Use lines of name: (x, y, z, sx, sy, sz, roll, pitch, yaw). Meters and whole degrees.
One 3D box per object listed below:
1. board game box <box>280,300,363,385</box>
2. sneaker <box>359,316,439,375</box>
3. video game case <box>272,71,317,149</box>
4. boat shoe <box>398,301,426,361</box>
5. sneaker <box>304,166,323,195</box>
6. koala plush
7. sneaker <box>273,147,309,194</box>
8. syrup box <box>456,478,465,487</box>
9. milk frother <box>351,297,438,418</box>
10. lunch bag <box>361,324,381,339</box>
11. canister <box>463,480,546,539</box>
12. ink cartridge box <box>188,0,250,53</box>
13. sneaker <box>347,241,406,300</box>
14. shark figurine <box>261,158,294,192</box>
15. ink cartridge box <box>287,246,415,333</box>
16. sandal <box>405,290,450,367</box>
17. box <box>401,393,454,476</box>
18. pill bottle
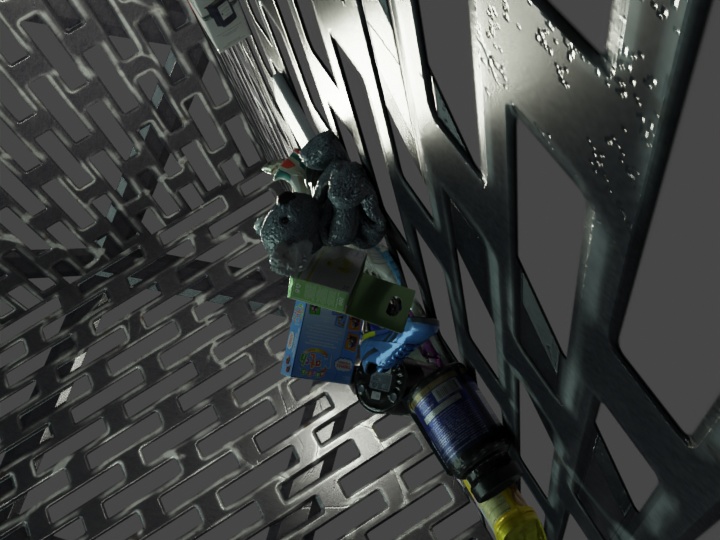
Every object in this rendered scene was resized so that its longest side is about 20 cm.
board game box: (-0.059, 0.098, 1.430, 0.150, 0.205, 0.036, 15, 175, -44)
sneaker: (0.067, 0.132, 1.348, 0.199, 0.065, 0.080, -27, 54, 50)
video game case: (-0.119, -0.287, 1.605, 0.203, 0.023, 0.182, 61, 175, 1)
boat shoe: (0.090, 0.125, 1.642, 0.202, 0.070, 0.092, 71, 175, -50)
sneaker: (-0.051, -0.153, 1.423, 0.115, 0.075, 0.203, 126, 145, -51)
koala plush: (-0.074, -0.081, 1.268, 0.178, 0.198, 0.185, 53, 173, 49)
sneaker: (-0.088, -0.141, 1.559, 0.200, 0.093, 0.070, 47, 176, -8)
syrup box: (0.205, 0.368, 1.749, 0.202, 0.078, 0.081, 60, 175, -1)
milk frother: (0.083, 0.170, 1.509, 0.179, 0.203, 0.187, 29, -176, 37)
lunch bag: (0.018, 0.095, 1.753, 0.200, 0.082, 0.161, 46, -168, -17)
canister: (0.264, 0.439, 1.509, 0.201, 0.085, 0.150, 57, 175, 47)
ink cartridge box: (-0.304, -0.558, 1.561, 0.146, 0.083, 0.200, 58, 175, 19)
sneaker: (0.012, -0.017, 1.442, 0.201, 0.086, 0.075, 56, 173, 28)
shark figurine: (-0.111, -0.213, 1.819, 0.214, 0.127, 0.091, 42, -148, -35)
ink cartridge box: (-0.008, 0.021, 1.303, 0.146, 0.196, 0.049, -65, -11, -59)
sandal: (0.107, 0.115, 1.426, 0.204, 0.049, 0.083, 62, 177, -36)
box: (0.174, 0.295, 1.415, 0.199, 0.046, 0.160, 27, -155, -54)
pill bottle: (0.169, 0.258, 1.255, 0.202, 0.110, 0.112, 58, 176, 26)
